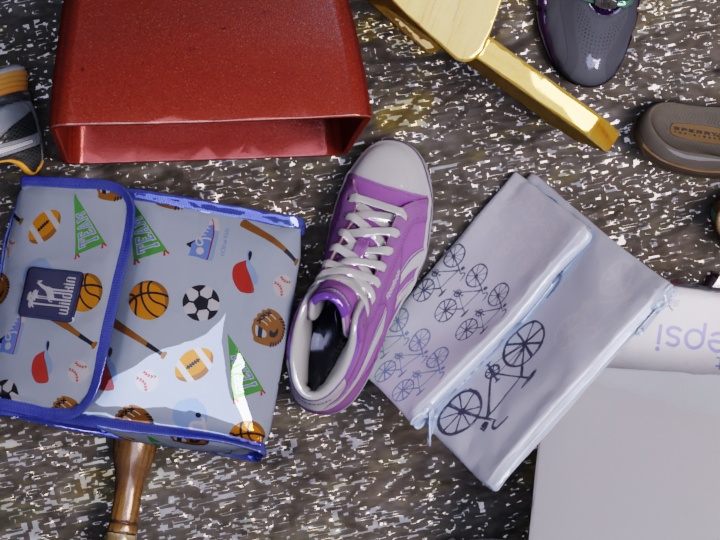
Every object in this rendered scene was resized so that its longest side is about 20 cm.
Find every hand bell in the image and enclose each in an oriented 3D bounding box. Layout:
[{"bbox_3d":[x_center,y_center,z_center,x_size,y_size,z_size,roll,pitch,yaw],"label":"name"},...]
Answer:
[{"bbox_3d":[-0.166,0.172,1.609,0.104,0.104,0.200,7,84,-6],"label":"hand bell"}]

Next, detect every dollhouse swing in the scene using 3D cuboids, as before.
[{"bbox_3d":[0.106,-0.195,1.519,0.175,0.200,0.182,19,95,-6],"label":"dollhouse swing"}]

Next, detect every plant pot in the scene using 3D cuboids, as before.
[{"bbox_3d":[-0.104,-0.171,1.516,0.199,0.200,0.177,-3,87,-5],"label":"plant pot"}]

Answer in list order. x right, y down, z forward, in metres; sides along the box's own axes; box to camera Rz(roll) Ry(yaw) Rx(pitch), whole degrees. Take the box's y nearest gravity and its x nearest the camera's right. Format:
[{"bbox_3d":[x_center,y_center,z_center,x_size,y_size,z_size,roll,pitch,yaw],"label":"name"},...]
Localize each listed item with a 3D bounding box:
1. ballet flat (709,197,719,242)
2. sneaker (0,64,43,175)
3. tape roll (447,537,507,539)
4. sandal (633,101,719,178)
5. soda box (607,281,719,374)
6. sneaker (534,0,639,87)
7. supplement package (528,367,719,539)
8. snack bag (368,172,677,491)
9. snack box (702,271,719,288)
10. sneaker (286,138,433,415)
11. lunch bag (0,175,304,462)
[{"bbox_3d":[0.334,-0.019,1.588,0.200,0.072,0.068,16,100,20],"label":"ballet flat"},{"bbox_3d":[-0.307,-0.069,1.562,0.200,0.078,0.077,-24,103,-3],"label":"sneaker"},{"bbox_3d":[0.092,0.293,1.661,0.202,0.037,0.203,-1,98,-5],"label":"tape roll"},{"bbox_3d":[0.292,-0.098,1.608,0.200,0.082,0.055,9,132,0],"label":"sandal"},{"bbox_3d":[0.250,0.047,1.607,0.200,0.063,0.068,7,94,-5],"label":"soda box"},{"bbox_3d":[0.165,-0.225,1.578,0.074,0.088,0.200,4,96,-6],"label":"sneaker"},{"bbox_3d":[0.222,0.176,1.549,0.191,0.147,0.200,3,80,21],"label":"supplement package"},{"bbox_3d":[0.099,0.039,1.559,0.189,0.200,0.021,-48,127,2],"label":"snack bag"},{"bbox_3d":[0.315,0.086,1.661,0.200,0.024,0.072,35,92,-8],"label":"snack box"},{"bbox_3d":[0.001,0.000,1.566,0.073,0.114,0.201,14,83,7],"label":"sneaker"},{"bbox_3d":[-0.149,0.032,1.555,0.200,0.124,0.170,11,80,-3],"label":"lunch bag"}]
